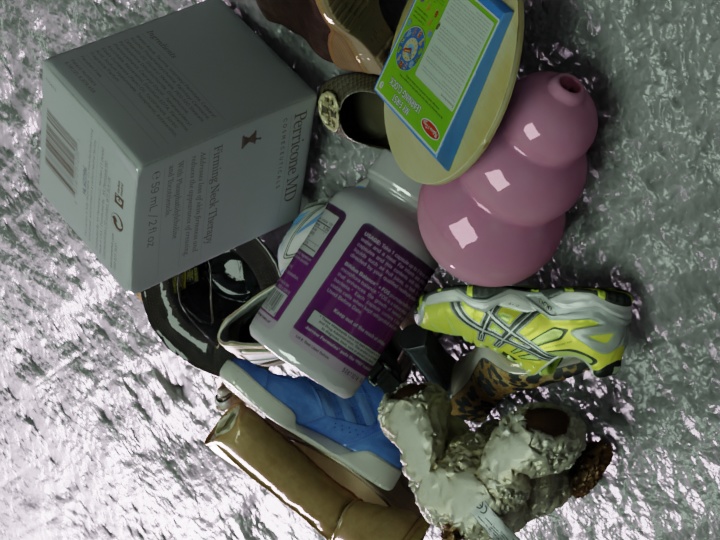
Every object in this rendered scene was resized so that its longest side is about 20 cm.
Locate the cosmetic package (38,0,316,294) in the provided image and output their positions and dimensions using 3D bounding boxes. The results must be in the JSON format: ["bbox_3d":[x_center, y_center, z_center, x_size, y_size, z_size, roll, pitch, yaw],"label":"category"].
[{"bbox_3d":[-0.173,-0.119,1.763,0.166,0.199,0.168,46,145,29],"label":"cosmetic package"}]

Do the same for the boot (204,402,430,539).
[{"bbox_3d":[-0.045,0.203,1.764,0.200,0.066,0.175,41,156,-7],"label":"boot"}]

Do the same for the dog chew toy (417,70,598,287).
[{"bbox_3d":[0.125,-0.080,1.529,0.125,0.124,0.201,45,135,17],"label":"dog chew toy"}]

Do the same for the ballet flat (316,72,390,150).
[{"bbox_3d":[0.028,-0.127,1.665,0.199,0.046,0.068,22,131,39],"label":"ballet flat"}]

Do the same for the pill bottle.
[{"bbox_3d":[0.000,0.000,1.643,0.112,0.201,0.112,34,179,0],"label":"pill bottle"}]

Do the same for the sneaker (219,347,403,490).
[{"bbox_3d":[-0.025,0.106,1.731,0.199,0.112,0.077,33,174,-15],"label":"sneaker"}]

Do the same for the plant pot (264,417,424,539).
[{"bbox_3d":[-0.008,0.192,1.882,0.200,0.093,0.201,28,153,16],"label":"plant pot"}]

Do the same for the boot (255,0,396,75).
[{"bbox_3d":[-0.053,-0.250,1.607,0.166,0.072,0.200,30,160,34],"label":"boot"}]

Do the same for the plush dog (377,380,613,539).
[{"bbox_3d":[0.125,0.184,1.680,0.199,0.171,0.162,7,94,34],"label":"plush dog"}]

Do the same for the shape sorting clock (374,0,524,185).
[{"bbox_3d":[0.074,-0.167,1.516,0.200,0.039,0.202,-32,51,50],"label":"shape sorting clock"}]

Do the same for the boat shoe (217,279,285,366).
[{"bbox_3d":[-0.049,0.040,1.769,0.199,0.068,0.075,-30,65,34],"label":"boat shoe"}]

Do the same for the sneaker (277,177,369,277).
[{"bbox_3d":[-0.019,-0.049,1.767,0.200,0.071,0.073,-39,53,47],"label":"sneaker"}]

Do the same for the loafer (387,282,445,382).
[{"bbox_3d":[0.020,0.075,1.810,0.072,0.063,0.200,51,144,7],"label":"loafer"}]

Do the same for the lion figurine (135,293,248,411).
[{"bbox_3d":[-0.173,0.068,2.044,0.200,0.072,0.123,42,157,44],"label":"lion figurine"}]

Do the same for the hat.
[{"bbox_3d":[-0.129,0.015,1.920,0.199,0.081,0.202,14,113,35],"label":"hat"}]

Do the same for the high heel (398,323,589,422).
[{"bbox_3d":[0.147,0.096,1.705,0.199,0.072,0.143,1,147,31],"label":"high heel"}]

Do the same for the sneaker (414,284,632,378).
[{"bbox_3d":[0.132,0.050,1.600,0.199,0.075,0.077,2,91,33],"label":"sneaker"}]
